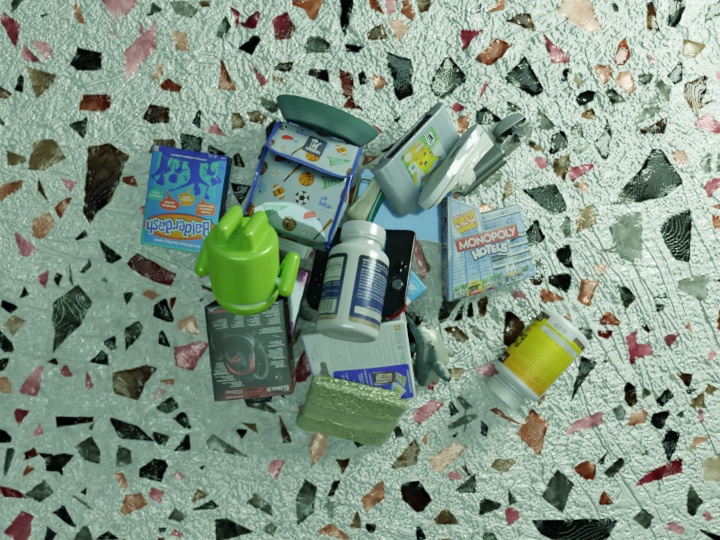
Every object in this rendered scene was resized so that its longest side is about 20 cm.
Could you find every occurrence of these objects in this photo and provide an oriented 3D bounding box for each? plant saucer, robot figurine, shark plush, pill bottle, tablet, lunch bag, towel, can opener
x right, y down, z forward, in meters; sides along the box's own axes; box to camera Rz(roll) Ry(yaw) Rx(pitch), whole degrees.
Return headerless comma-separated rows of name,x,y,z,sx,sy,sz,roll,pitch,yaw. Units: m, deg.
plant saucer,-0.065,-0.269,0.983,0.199,0.200,0.036,18,92,-1
robot figurine,-0.194,-0.007,0.886,0.175,0.116,0.200,11,131,6
shark plush,0.118,0.153,1.047,0.083,0.091,0.200,-16,127,25
pill bottle,0.346,0.182,1.056,0.109,0.109,0.200,42,91,-2
tablet,0.086,-0.132,1.085,0.199,0.014,0.131,9,92,-2
lunch bag,-0.101,-0.156,0.948,0.170,0.124,0.201,19,81,-3
pill bottle,-0.009,0.019,0.936,0.111,0.111,0.201,10,72,-1
towel,-0.019,0.284,1.059,0.199,0.037,0.149,17,119,-9
can opener,0.263,-0.238,1.072,0.200,0.053,0.067,-39,60,2

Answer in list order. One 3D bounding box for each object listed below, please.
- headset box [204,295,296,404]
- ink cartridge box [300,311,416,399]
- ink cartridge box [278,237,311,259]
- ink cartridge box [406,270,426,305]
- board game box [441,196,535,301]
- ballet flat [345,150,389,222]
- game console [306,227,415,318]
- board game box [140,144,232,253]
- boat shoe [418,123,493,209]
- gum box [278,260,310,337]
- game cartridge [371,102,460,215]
headset box,-0.204,0.155,0.998,0.148,0.075,0.201,-6,94,-1
ink cartridge box,0.001,0.180,1.040,0.199,0.043,0.199,-8,121,4
ink cartridge box,-0.133,-0.142,1.048,0.145,0.083,0.201,24,93,-2
ink cartridge box,0.019,0.056,1.067,0.200,0.067,0.116,-41,92,2
board game box,0.240,-0.062,1.059,0.199,0.062,0.201,-15,95,-4
ballet flat,0.035,-0.181,1.046,0.069,0.069,0.200,32,88,-2
game console,0.000,0.000,1.015,0.199,0.031,0.177,4,74,18
board game box,-0.350,-0.140,1.065,0.152,0.045,0.201,8,94,-1
boat shoe,0.188,-0.185,1.010,0.070,0.071,0.200,40,73,-15
gum box,-0.178,0.073,1.065,0.113,0.066,0.201,15,93,-2
game cartridge,0.120,-0.209,1.024,0.200,0.040,0.133,-48,131,-14
